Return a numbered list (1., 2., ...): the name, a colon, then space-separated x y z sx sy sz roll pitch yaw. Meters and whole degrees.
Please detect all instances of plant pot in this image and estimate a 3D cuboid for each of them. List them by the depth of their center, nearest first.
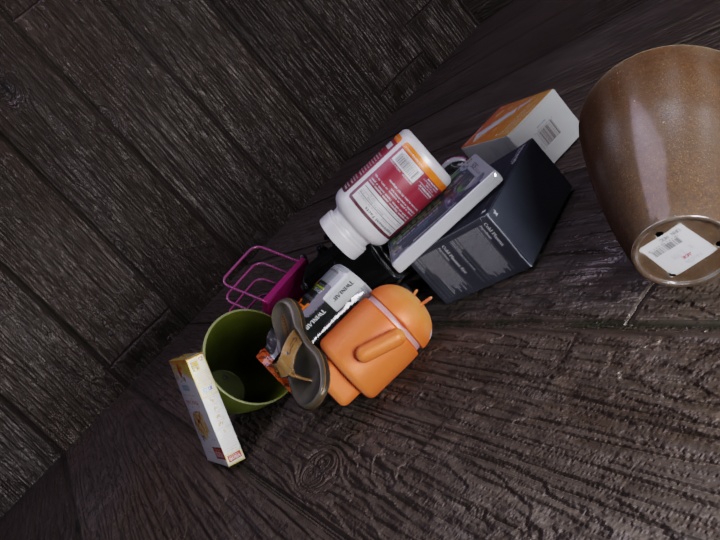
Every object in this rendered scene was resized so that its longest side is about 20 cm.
1. plant pot: 0.312 -0.088 0.769 0.186 0.186 0.201 -32 31 40
2. plant pot: -0.241 0.201 1.493 0.188 0.187 0.200 -54 5 -38

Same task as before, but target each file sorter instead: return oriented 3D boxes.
1. file sorter: -0.193 0.071 1.585 0.139 0.125 0.201 -51 -28 -39

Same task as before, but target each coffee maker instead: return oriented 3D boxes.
1. coffee maker: 0.000 0.000 1.358 0.200 0.134 0.193 -34 27 46

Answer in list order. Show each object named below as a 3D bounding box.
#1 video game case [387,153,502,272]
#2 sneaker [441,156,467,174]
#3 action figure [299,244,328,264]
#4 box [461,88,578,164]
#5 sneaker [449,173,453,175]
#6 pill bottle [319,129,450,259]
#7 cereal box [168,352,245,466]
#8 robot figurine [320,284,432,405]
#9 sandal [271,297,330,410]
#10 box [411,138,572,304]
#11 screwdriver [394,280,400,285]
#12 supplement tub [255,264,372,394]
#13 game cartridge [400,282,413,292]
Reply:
1. video game case: 0.121 -0.092 1.174 0.200 0.023 0.182 -43 12 11
2. sneaker: 0.173 -0.158 1.602 0.200 0.080 0.087 -38 24 56
3. action figure: -0.055 0.026 1.624 0.118 0.102 0.200 -36 39 -4
4. box: 0.293 -0.241 1.416 0.124 0.098 0.200 -46 13 -10
5. sneaker: 0.188 -0.136 1.392 0.199 0.083 0.078 -18 27 25
6. pill bottle: 0.035 -0.115 1.208 0.200 0.113 0.113 -42 13 10
7. cereal box: -0.276 0.246 1.374 0.039 0.202 0.144 -22 2 -27
8. robot figurine: 0.023 0.103 1.113 0.200 0.117 0.144 -44 -32 -4
9. sandal: -0.099 0.115 1.097 0.082 0.054 0.201 -52 43 31
10. box: 0.195 -0.072 1.169 0.182 0.104 0.200 -30 19 50
11. screwdriver: 0.070 0.024 1.385 0.200 0.029 0.028 -49 12 -14
12. supplement tub: -0.063 0.098 1.224 0.200 0.123 0.122 -46 13 -10
13. game cartridge: 0.016 0.112 1.284 0.200 0.038 0.130 -42 18 8
